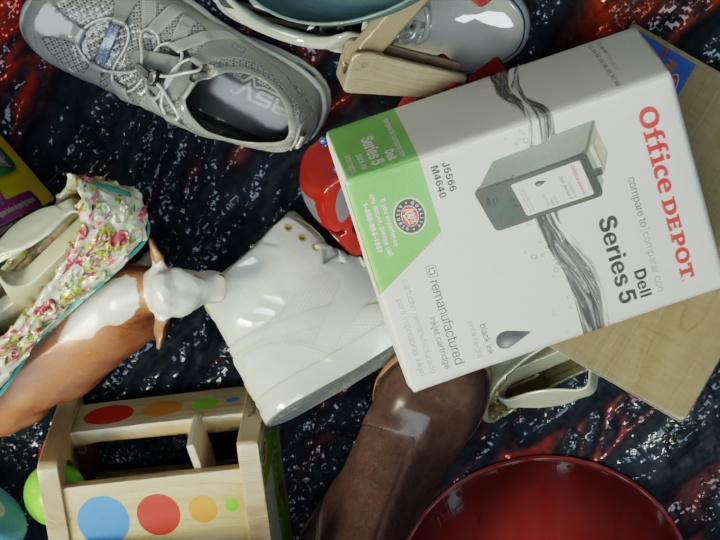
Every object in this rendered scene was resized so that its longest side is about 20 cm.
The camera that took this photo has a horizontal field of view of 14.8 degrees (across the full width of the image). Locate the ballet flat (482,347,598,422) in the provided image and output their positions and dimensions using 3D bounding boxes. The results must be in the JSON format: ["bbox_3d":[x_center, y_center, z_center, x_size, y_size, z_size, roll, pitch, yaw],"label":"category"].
[{"bbox_3d":[0.154,0.044,1.741,0.199,0.070,0.070,-22,106,16],"label":"ballet flat"}]

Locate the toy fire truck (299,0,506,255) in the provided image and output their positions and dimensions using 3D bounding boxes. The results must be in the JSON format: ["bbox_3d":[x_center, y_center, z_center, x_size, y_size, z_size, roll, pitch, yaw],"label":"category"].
[{"bbox_3d":[0.033,-0.111,1.655,0.200,0.049,0.141,-36,131,8],"label":"toy fire truck"}]

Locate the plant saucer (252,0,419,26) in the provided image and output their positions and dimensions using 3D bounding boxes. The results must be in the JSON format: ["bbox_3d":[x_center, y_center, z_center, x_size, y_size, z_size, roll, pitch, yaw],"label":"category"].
[{"bbox_3d":[0.010,-0.225,1.621,0.200,0.201,0.027,-32,142,12],"label":"plant saucer"}]

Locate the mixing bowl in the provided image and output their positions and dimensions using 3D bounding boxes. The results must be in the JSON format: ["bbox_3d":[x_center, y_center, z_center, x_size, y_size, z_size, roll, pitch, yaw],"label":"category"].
[{"bbox_3d":[0.120,0.232,1.789,0.199,0.108,0.201,1,109,2],"label":"mixing bowl"}]

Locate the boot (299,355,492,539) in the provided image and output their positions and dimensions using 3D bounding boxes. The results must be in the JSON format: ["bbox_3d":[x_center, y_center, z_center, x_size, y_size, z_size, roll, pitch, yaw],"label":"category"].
[{"bbox_3d":[0.016,0.151,1.706,0.072,0.167,0.200,25,131,-10],"label":"boot"}]

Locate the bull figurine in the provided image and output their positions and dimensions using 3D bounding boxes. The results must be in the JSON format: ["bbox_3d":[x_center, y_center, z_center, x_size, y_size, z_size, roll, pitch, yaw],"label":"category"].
[{"bbox_3d":[-0.168,0.039,1.724,0.200,0.121,0.065,-30,89,13],"label":"bull figurine"}]

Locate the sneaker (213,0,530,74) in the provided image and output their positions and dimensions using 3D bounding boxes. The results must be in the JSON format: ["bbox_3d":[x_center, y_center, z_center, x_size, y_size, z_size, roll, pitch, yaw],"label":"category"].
[{"bbox_3d":[0.005,-0.154,1.685,0.199,0.071,0.073,7,108,-2],"label":"sneaker"}]

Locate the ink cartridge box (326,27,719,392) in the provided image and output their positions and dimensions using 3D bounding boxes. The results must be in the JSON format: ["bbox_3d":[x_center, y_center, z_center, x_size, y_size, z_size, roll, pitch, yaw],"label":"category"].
[{"bbox_3d":[0.098,-0.037,1.627,0.199,0.084,0.146,-19,115,-1],"label":"ink cartridge box"}]

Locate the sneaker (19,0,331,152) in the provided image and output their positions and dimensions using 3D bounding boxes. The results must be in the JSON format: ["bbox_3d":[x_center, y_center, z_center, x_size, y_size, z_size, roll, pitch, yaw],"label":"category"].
[{"bbox_3d":[-0.112,-0.128,1.693,0.199,0.082,0.075,18,108,-4],"label":"sneaker"}]

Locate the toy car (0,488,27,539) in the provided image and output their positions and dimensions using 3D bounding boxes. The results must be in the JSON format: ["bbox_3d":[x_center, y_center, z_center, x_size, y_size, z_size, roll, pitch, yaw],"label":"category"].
[{"bbox_3d":[-0.347,0.182,1.719,0.177,0.200,0.185,49,117,29],"label":"toy car"}]

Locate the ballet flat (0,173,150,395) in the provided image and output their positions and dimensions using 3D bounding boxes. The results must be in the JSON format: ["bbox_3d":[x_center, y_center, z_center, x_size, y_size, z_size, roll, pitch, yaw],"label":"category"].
[{"bbox_3d":[-0.211,0.014,1.664,0.200,0.076,0.064,-46,132,7],"label":"ballet flat"}]

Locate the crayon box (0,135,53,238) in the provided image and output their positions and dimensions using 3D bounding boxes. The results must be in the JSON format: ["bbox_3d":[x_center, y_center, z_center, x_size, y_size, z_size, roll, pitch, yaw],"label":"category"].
[{"bbox_3d":[-0.282,-0.076,1.640,0.058,0.200,0.173,-42,90,14],"label":"crayon box"}]

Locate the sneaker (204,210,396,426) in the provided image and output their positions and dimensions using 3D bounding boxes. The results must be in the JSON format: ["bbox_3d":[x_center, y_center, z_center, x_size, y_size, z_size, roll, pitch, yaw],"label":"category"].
[{"bbox_3d":[0.000,0.000,1.734,0.200,0.074,0.116,-28,76,-14],"label":"sneaker"}]

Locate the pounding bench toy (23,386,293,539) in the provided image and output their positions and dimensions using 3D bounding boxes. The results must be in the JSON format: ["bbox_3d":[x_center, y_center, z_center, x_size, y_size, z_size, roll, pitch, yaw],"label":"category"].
[{"bbox_3d":[-0.130,0.162,1.727,0.155,0.200,0.125,-6,108,4],"label":"pounding bench toy"}]

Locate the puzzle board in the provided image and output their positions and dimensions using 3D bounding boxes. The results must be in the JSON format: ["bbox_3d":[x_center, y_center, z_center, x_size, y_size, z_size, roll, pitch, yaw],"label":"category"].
[{"bbox_3d":[0.182,-0.030,1.703,0.150,0.017,0.200,30,84,5],"label":"puzzle board"}]
